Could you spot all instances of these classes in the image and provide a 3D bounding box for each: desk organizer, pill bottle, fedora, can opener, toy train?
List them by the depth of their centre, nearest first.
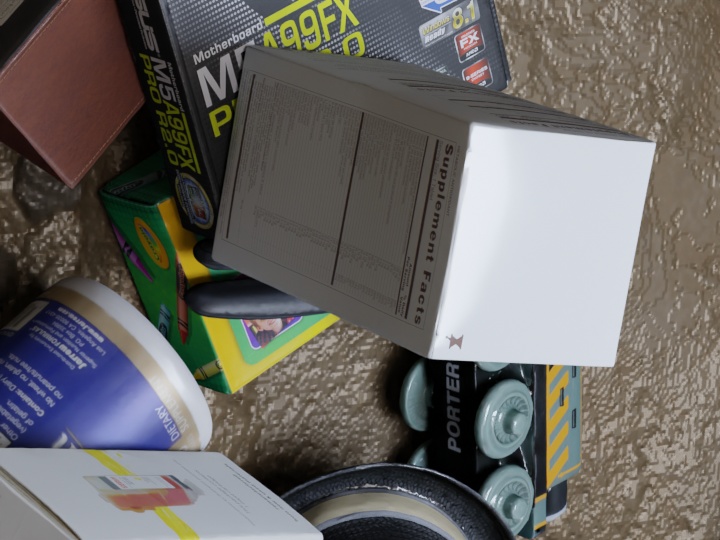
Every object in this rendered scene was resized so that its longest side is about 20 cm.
[{"bbox_3d":[-0.180,0.106,1.479,0.200,0.116,0.116,-43,122,-21],"label":"pill bottle"},{"bbox_3d":[-0.124,-0.144,1.492,0.200,0.072,0.077,-52,128,-16],"label":"desk organizer"},{"bbox_3d":[0.000,0.000,1.551,0.199,0.079,0.064,6,106,-29],"label":"can opener"},{"bbox_3d":[0.013,0.208,1.620,0.200,0.092,0.201,-6,120,-10],"label":"fedora"},{"bbox_3d":[0.082,0.065,1.687,0.114,0.085,0.201,-22,118,-41],"label":"toy train"}]

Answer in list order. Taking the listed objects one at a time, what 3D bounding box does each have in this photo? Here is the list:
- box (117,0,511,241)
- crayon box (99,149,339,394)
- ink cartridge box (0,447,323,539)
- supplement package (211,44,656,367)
[{"bbox_3d":[-0.022,-0.127,1.507,0.200,0.044,0.161,-31,122,-30],"label":"box"},{"bbox_3d":[-0.031,-0.038,1.593,0.200,0.058,0.119,-34,118,-27],"label":"crayon box"},{"bbox_3d":[-0.128,0.166,1.411,0.200,0.083,0.146,6,116,-58],"label":"ink cartridge box"},{"bbox_3d":[0.031,-0.032,1.412,0.109,0.200,0.114,4,102,-34],"label":"supplement package"}]
